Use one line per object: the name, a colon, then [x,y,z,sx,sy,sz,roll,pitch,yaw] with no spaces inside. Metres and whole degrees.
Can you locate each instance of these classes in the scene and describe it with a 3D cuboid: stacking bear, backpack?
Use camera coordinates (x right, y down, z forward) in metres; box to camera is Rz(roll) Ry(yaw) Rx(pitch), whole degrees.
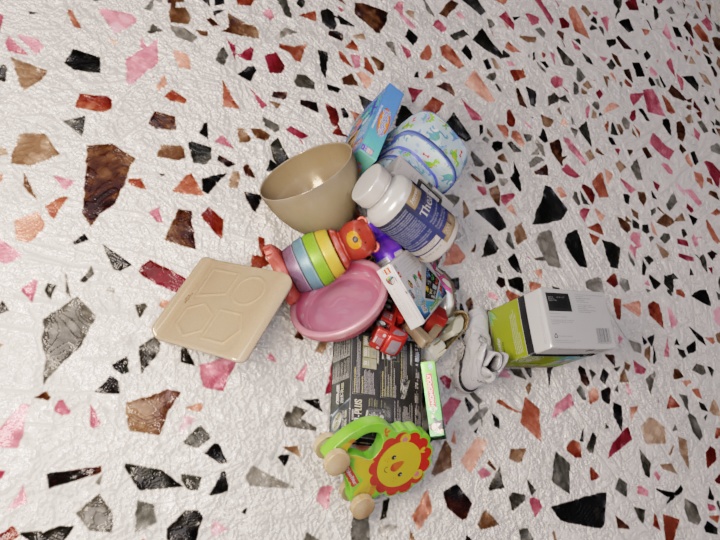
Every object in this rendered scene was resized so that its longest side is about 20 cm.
stacking bear: [-0.064,-0.030,1.238,0.199,0.114,0.122,-25,84,2]
backpack: [0.125,-0.230,1.426,0.183,0.200,0.147,43,56,-11]

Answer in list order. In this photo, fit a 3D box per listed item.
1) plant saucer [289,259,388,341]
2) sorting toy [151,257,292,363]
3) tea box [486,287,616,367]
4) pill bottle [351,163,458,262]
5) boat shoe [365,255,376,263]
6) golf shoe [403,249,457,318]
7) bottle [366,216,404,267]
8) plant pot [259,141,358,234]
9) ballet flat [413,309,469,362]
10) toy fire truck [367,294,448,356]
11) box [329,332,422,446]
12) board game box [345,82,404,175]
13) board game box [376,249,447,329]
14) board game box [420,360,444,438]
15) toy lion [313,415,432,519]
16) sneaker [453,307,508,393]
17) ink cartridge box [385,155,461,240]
plant saucer: [-0.036,0.063,1.249,0.201,0.199,0.051,-57,138,-32]
sorting toy: [-0.239,0.067,1.143,0.186,0.198,0.037,-61,150,-31]
tea box: [0.419,0.134,1.465,0.198,0.197,0.135,4,69,-28]
pill bottle: [0.084,-0.112,1.246,0.199,0.111,0.112,35,58,-24]
boat shoe: [0.000,0.000,1.347,0.072,0.067,0.202,-19,83,-34]
golf shoe: [0.144,0.017,1.423,0.091,0.073,0.201,-5,61,-25]
bottle: [0.058,-0.021,1.380,0.065,0.083,0.201,-25,85,-34]
plant pot: [-0.082,-0.144,1.299,0.201,0.199,0.135,-52,129,-33]
ballet flat: [0.167,0.147,1.392,0.071,0.065,0.200,49,56,-9]
toy fire truck: [0.096,0.113,1.281,0.140,0.049,0.200,27,27,-2]
box: [0.032,0.234,1.267,0.163,0.086,0.202,12,66,-26]
board game box: [0.011,-0.287,1.411,0.045,0.152,0.201,32,60,-17]
board game box: [0.106,0.026,1.279,0.127,0.034,0.200,60,24,-1]
board game box: [0.143,0.258,1.270,0.029,0.200,0.136,-9,72,6]
toy lion: [0.036,0.336,1.173,0.191,0.069,0.201,-32,122,-11]
sneaker: [0.268,0.164,1.414,0.075,0.115,0.201,27,60,-19]
ink cartridge box: [0.111,-0.127,1.364,0.200,0.116,0.068,40,42,-15]
